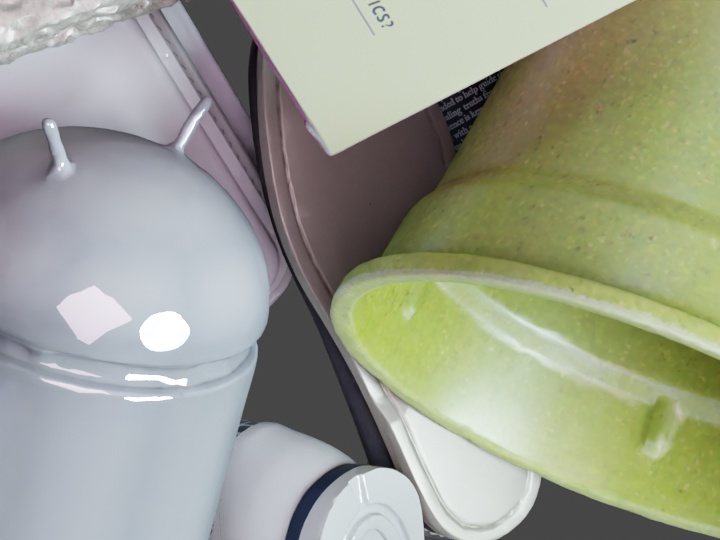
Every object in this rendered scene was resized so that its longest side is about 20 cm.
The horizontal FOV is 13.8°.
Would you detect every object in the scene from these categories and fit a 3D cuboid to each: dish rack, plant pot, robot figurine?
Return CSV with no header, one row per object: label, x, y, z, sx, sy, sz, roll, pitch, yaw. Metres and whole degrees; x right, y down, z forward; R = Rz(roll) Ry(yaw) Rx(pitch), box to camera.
dish rack,-0.118,-0.025,0.982,0.171,0.044,0.200,-34,124,-4
plant pot,0.115,-0.033,0.949,0.200,0.200,0.185,26,72,-11
robot figurine,-0.093,0.040,0.933,0.113,0.169,0.201,24,114,21

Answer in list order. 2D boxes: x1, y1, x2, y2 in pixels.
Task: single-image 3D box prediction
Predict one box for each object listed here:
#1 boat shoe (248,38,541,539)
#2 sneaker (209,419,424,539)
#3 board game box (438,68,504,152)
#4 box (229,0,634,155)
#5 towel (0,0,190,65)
boat shoe,0.000,0.000,1.025,0.072,0.063,0.201,-27,105,-26
sneaker,-0.026,0.146,1.045,0.080,0.076,0.201,18,116,32
board game box,0.097,-0.105,1.045,0.199,0.028,0.136,-29,101,-3
box,0.032,-0.164,0.860,0.199,0.097,0.176,-26,121,13
towel,-0.152,-0.115,0.912,0.199,0.034,0.133,-19,83,-6
